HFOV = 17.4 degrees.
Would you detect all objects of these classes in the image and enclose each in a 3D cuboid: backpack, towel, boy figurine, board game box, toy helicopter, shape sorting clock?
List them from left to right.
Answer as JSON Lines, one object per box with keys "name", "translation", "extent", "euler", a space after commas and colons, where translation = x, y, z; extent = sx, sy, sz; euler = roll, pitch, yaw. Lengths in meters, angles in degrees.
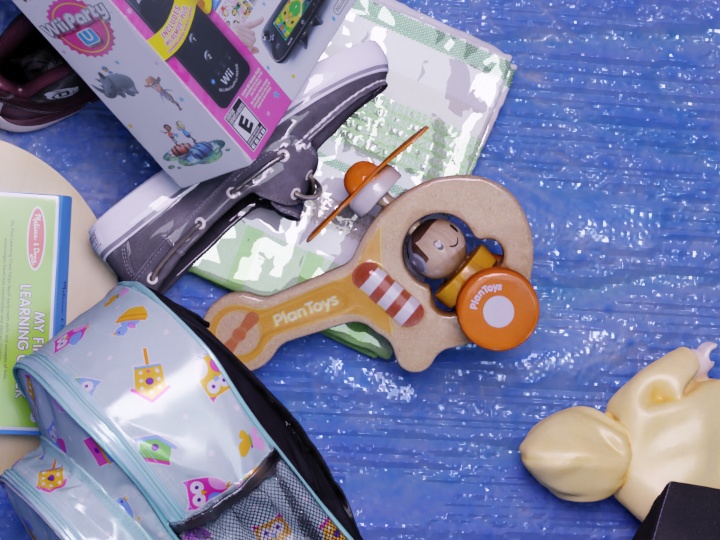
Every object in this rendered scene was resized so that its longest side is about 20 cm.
{"name": "shape sorting clock", "translation": [-0.235, 0.022, 1.336], "extent": [0.199, 0.039, 0.201], "euler": [0, 91, -14]}
{"name": "board game box", "translation": [-0.107, -0.169, 1.262], "extent": [0.200, 0.064, 0.148], "euler": [47, 51, -24]}
{"name": "backpack", "translation": [-0.108, 0.111, 1.280], "extent": [0.153, 0.176, 0.200], "euler": [-31, 106, -14]}
{"name": "towel", "translation": [-0.011, -0.065, 1.401], "extent": [0.149, 0.031, 0.200], "euler": [24, 84, -7]}
{"name": "toy helicopter", "translation": [0.000, 0.000, 1.351], "extent": [0.199, 0.079, 0.133], "euler": [-20, 98, 3]}
{"name": "boy figurine", "translation": [0.192, 0.109, 1.411], "extent": [0.199, 0.064, 0.125], "euler": [-9, 93, -11]}

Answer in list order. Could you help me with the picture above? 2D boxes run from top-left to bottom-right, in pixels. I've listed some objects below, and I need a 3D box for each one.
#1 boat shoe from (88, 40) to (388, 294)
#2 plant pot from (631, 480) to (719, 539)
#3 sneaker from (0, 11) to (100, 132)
{"name": "boat shoe", "translation": [-0.058, -0.052, 1.338], "extent": [0.200, 0.070, 0.066], "euler": [-35, 84, -7]}
{"name": "plant pot", "translation": [0.211, 0.233, 1.325], "extent": [0.177, 0.200, 0.200], "euler": [31, 110, 5]}
{"name": "sneaker", "translation": [-0.125, -0.138, 1.326], "extent": [0.200, 0.116, 0.076], "euler": [-29, 91, -8]}
